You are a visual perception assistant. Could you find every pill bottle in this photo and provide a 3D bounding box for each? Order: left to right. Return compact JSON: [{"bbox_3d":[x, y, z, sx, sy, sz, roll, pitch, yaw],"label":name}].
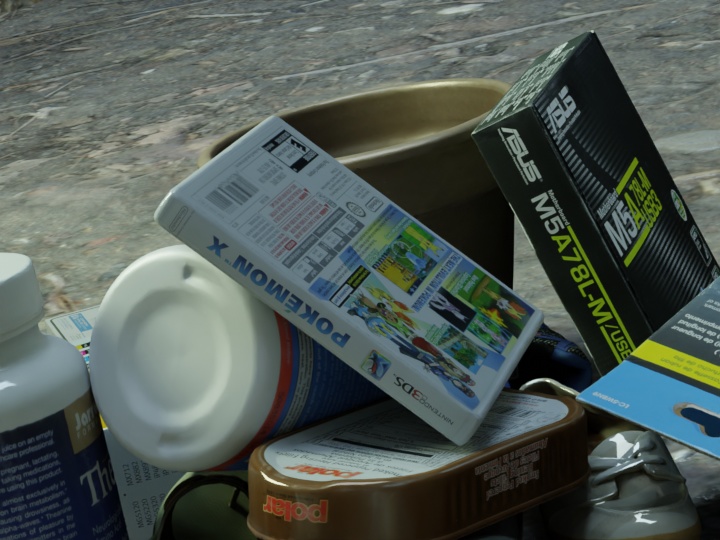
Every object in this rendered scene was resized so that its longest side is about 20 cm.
[{"bbox_3d":[-0.180,0.098,1.438,0.111,0.200,0.111,-11,15,3],"label":"pill bottle"},{"bbox_3d":[-0.037,0.046,1.474,0.112,0.112,0.200,-3,-4,33],"label":"pill bottle"}]

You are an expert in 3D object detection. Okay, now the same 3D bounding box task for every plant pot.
[{"bbox_3d":[0.015,-0.007,1.740,0.200,0.175,0.200,-11,14,3],"label":"plant pot"}]

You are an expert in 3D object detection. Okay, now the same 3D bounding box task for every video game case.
[{"bbox_3d":[0.000,0.000,1.442,0.022,0.182,0.200,-54,-2,18],"label":"video game case"}]

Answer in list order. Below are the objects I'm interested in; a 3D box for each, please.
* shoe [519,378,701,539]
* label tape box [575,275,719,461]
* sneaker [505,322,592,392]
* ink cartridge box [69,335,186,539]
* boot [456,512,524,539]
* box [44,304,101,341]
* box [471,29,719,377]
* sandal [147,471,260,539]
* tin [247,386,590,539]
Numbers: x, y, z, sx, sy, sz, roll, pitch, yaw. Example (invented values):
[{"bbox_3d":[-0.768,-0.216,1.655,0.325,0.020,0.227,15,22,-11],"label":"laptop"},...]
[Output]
[{"bbox_3d":[0.118,0.102,1.476,0.070,0.053,0.200,-15,14,-10],"label":"shoe"},{"bbox_3d":[0.222,0.061,1.434,0.144,0.063,0.200,22,44,35],"label":"label tape box"},{"bbox_3d":[0.048,0.069,1.629,0.200,0.075,0.078,-24,21,-34],"label":"sneaker"},{"bbox_3d":[-0.137,0.098,1.644,0.175,0.084,0.200,-16,14,-10],"label":"ink cartridge box"},{"bbox_3d":[0.003,0.137,1.404,0.182,0.073,0.200,-1,19,-10],"label":"boot"},{"bbox_3d":[-0.093,0.045,1.863,0.200,0.060,0.117,-15,14,-11],"label":"box"},{"bbox_3d":[0.145,-0.028,1.674,0.047,0.193,0.200,-24,9,20],"label":"box"},{"bbox_3d":[-0.071,0.137,1.428,0.080,0.057,0.201,29,25,5],"label":"sandal"},{"bbox_3d":[0.029,0.092,1.393,0.112,0.042,0.200,3,13,39],"label":"tin"}]
